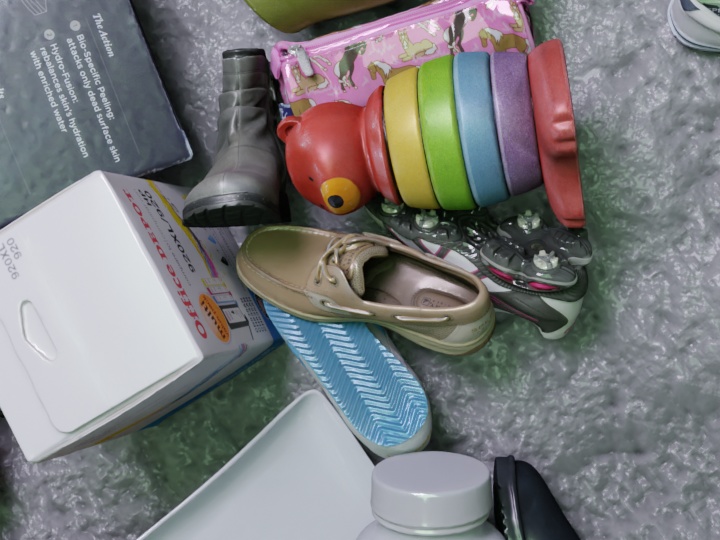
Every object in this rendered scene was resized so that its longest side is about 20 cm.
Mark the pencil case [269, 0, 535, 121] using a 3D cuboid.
[{"bbox_3d":[0.034,-0.157,0.791,0.199,0.087,0.083,-15,98,9],"label":"pencil case"}]

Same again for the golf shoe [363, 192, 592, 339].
[{"bbox_3d":[0.075,-0.015,0.787,0.199,0.088,0.077,30,53,32],"label":"golf shoe"}]

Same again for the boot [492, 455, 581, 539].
[{"bbox_3d":[0.189,0.223,0.765,0.167,0.076,0.201,-10,73,1],"label":"boot"}]

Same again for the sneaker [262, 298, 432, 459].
[{"bbox_3d":[-0.014,0.058,0.808,0.076,0.081,0.201,-28,63,-4],"label":"sneaker"}]

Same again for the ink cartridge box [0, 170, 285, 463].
[{"bbox_3d":[-0.170,0.031,0.779,0.144,0.200,0.148,-32,84,11],"label":"ink cartridge box"}]

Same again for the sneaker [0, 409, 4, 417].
[{"bbox_3d":[-0.333,0.047,0.871,0.200,0.091,0.076,36,99,11],"label":"sneaker"}]

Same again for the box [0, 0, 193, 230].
[{"bbox_3d":[-0.254,-0.140,0.791,0.199,0.117,0.198,-22,99,-10],"label":"box"}]

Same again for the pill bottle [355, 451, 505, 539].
[{"bbox_3d":[0.049,0.233,0.734,0.110,0.111,0.201,1,101,12],"label":"pill bottle"}]

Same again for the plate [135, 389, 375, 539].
[{"bbox_3d":[-0.052,0.224,0.786,0.200,0.032,0.200,-40,101,-19],"label":"plate"}]

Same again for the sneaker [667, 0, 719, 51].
[{"bbox_3d":[0.317,-0.180,0.738,0.199,0.071,0.074,-1,89,13],"label":"sneaker"}]

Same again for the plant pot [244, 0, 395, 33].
[{"bbox_3d":[-0.005,-0.272,0.763,0.192,0.200,0.201,-25,84,24],"label":"plant pot"}]

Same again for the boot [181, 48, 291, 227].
[{"bbox_3d":[-0.089,-0.098,0.765,0.067,0.200,0.132,-3,94,2],"label":"boot"}]

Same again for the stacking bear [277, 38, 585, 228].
[{"bbox_3d":[0.045,-0.087,0.729,0.199,0.122,0.114,-8,54,11],"label":"stacking bear"}]

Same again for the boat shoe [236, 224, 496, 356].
[{"bbox_3d":[0.000,0.000,0.753,0.199,0.065,0.072,14,65,17],"label":"boat shoe"}]
